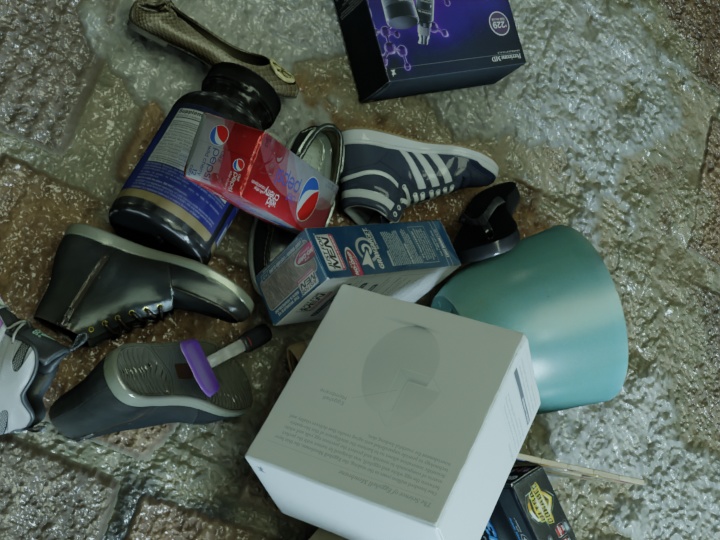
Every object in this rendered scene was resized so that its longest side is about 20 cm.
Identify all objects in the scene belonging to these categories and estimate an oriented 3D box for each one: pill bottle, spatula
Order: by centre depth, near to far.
[{"bbox_3d":[-0.126,0.079,1.106,0.057,0.020,0.200,64,21,1],"label":"spatula"},{"bbox_3d":[-0.160,-0.107,1.145,0.111,0.112,0.201,34,65,-16],"label":"pill bottle"}]

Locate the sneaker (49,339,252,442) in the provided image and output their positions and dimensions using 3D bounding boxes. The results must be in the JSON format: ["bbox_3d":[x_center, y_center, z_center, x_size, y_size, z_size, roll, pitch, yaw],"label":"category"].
[{"bbox_3d":[-0.200,0.119,1.097,0.199,0.106,0.076,17,51,-53],"label":"sneaker"}]

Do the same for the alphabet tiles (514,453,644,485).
[{"bbox_3d":[0.175,0.206,1.214,0.198,0.167,0.008,16,77,-23],"label":"alphabet tiles"}]

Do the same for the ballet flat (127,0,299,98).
[{"bbox_3d":[-0.151,-0.239,1.205,0.198,0.067,0.047,24,104,-16],"label":"ballet flat"}]

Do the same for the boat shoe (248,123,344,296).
[{"bbox_3d":[-0.067,-0.066,1.212,0.075,0.060,0.203,19,72,-27],"label":"boat shoe"}]

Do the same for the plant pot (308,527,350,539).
[{"bbox_3d":[0.047,0.347,1.075,0.200,0.176,0.201,-43,121,-27],"label":"plant pot"}]

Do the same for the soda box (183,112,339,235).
[{"bbox_3d":[-0.090,-0.085,1.085,0.069,0.200,0.064,20,87,21],"label":"soda box"}]

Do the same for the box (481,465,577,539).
[{"bbox_3d":[0.176,0.307,1.197,0.046,0.159,0.202,-26,91,-27],"label":"box"}]

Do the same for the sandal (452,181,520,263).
[{"bbox_3d":[0.138,-0.061,1.268,0.201,0.075,0.043,-72,140,-65],"label":"sandal"}]

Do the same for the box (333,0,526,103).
[{"bbox_3d":[0.081,-0.286,1.332,0.198,0.079,0.143,-13,87,-29],"label":"box"}]

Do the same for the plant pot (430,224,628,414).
[{"bbox_3d":[0.171,0.068,1.236,0.159,0.200,0.203,-15,85,-15],"label":"plant pot"}]

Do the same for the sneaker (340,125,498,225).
[{"bbox_3d":[0.064,-0.090,1.280,0.197,0.070,0.110,9,72,-20],"label":"sneaker"}]

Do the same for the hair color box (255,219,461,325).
[{"bbox_3d":[0.000,0.000,1.177,0.199,0.100,0.061,-6,64,-45],"label":"hair color box"}]

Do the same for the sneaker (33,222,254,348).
[{"bbox_3d":[-0.209,0.039,1.097,0.198,0.075,0.107,19,69,-1],"label":"sneaker"}]

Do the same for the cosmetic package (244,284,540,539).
[{"bbox_3d":[0.035,0.147,1.048,0.201,0.197,0.124,-59,148,-29],"label":"cosmetic package"}]

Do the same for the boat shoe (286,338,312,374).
[{"bbox_3d":[-0.042,0.169,1.171,0.068,0.074,0.203,-3,75,-20],"label":"boat shoe"}]

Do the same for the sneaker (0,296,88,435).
[{"bbox_3d":[-0.315,0.051,1.022,0.138,0.078,0.203,-4,88,4],"label":"sneaker"}]
